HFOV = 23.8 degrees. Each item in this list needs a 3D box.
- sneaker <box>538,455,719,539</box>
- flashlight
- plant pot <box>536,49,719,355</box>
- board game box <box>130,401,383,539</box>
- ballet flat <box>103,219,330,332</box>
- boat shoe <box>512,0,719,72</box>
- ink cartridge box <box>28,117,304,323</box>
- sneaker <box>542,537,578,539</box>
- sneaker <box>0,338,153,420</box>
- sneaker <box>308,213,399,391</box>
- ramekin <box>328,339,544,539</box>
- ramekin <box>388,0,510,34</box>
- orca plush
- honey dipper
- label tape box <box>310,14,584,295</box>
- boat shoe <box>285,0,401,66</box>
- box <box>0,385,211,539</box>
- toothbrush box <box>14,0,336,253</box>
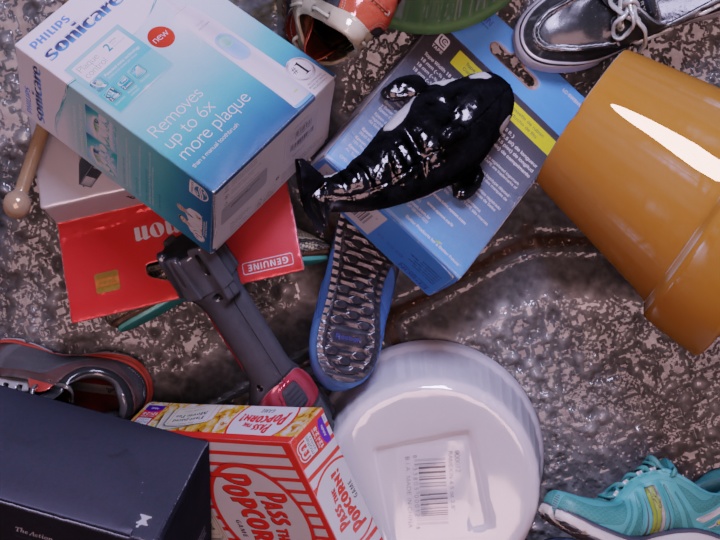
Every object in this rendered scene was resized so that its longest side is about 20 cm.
[{"bbox_3d":[0.231,0.191,1.407,0.198,0.077,0.081,7,93,-31],"label":"sneaker"},{"bbox_3d":[-0.092,0.055,1.347,0.067,0.068,0.201,-24,114,17],"label":"flashlight"},{"bbox_3d":[0.244,-0.069,1.326,0.183,0.200,0.201,36,99,7],"label":"plant pot"},{"bbox_3d":[-0.085,0.180,1.366,0.198,0.046,0.153,-3,120,42],"label":"board game box"},{"bbox_3d":[-0.126,-0.014,1.402,0.198,0.068,0.076,-19,84,6],"label":"ballet flat"},{"bbox_3d":[0.217,-0.209,1.349,0.197,0.068,0.075,-12,88,0],"label":"boat shoe"},{"bbox_3d":[-0.156,-0.068,1.364,0.198,0.045,0.178,-13,72,3],"label":"ink cartridge box"},{"bbox_3d":[0.127,0.295,1.436,0.071,0.083,0.200,40,112,13],"label":"sneaker"},{"bbox_3d":[-0.274,0.100,1.410,0.197,0.082,0.078,-4,100,1],"label":"sneaker"},{"bbox_3d":[0.000,0.000,1.404,0.065,0.078,0.202,17,80,-7],"label":"sneaker"},{"bbox_3d":[0.057,0.166,1.410,0.198,0.098,0.203,0,100,1],"label":"ramekin"},{"bbox_3d":[0.053,-0.290,1.309,0.197,0.098,0.203,0,86,-1],"label":"ramekin"},{"bbox_3d":[0.044,-0.103,1.284,0.198,0.071,0.106,-15,81,-23],"label":"orca plush"},{"bbox_3d":[-0.242,-0.136,1.355,0.038,0.038,0.202,16,77,-2],"label":"honey dipper"},{"bbox_3d":[0.070,-0.103,1.369,0.144,0.063,0.200,42,65,-6],"label":"label tape box"},{"bbox_3d":[-0.022,-0.187,1.297,0.071,0.200,0.063,34,78,-14],"label":"boat shoe"},{"bbox_3d":[-0.225,0.218,1.355,0.194,0.118,0.202,14,131,12],"label":"box"},{"bbox_3d":[-0.140,-0.134,1.294,0.199,0.086,0.146,36,60,17],"label":"toothbrush box"}]
